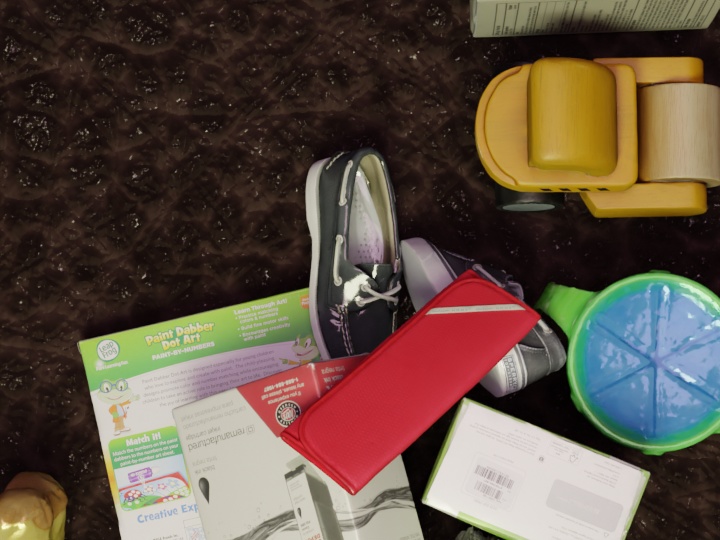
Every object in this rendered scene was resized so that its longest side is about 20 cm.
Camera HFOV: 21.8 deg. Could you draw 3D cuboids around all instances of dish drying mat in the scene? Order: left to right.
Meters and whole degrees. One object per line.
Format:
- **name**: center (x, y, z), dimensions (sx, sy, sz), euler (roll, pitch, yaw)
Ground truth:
- **dish drying mat**: center (0.038, 0.076, 1.349), dimensions (0.077, 0.018, 0.200), euler (36, 61, 28)

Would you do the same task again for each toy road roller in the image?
- **toy road roller**: center (0.190, -0.111, 1.472), dimensions (0.200, 0.146, 0.123), euler (0, 84, 2)

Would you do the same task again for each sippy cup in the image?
- **sippy cup**: center (0.223, 0.075, 1.459), dimensions (0.140, 0.130, 0.178), euler (-22, 84, -1)

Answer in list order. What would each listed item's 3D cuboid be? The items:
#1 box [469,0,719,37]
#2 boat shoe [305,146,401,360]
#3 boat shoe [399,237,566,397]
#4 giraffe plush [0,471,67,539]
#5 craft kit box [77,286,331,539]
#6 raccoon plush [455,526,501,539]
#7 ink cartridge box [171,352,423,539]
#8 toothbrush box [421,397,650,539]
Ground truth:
- **box**: center (0.187, -0.256, 1.498), dimensions (0.200, 0.128, 0.109), euler (-2, 83, 2)
- **boat shoe**: center (0.000, 0.000, 1.495), dimensions (0.076, 0.060, 0.200), euler (-4, 80, -43)
- **boat shoe**: center (0.094, 0.027, 1.460), dimensions (0.068, 0.200, 0.072), euler (-19, 121, -17)
- **giraffe plush**: center (-0.237, 0.276, 1.450), dimensions (0.162, 0.173, 0.200), euler (27, 94, -3)
- **craft kit box**: center (-0.110, 0.131, 1.510), dimensions (0.200, 0.049, 0.198), euler (-13, 86, 1)
- **raccoon plush**: center (0.125, 0.268, 1.406), dimensions (0.134, 0.200, 0.097), euler (29, 84, -5)
- **ink cartridge box**: center (-0.042, 0.178, 1.410), dimensions (0.147, 0.083, 0.200), euler (-20, 82, 33)
- **toothbrush box**: center (0.127, 0.163, 1.418), dimensions (0.146, 0.200, 0.086), euler (22, 86, 3)
